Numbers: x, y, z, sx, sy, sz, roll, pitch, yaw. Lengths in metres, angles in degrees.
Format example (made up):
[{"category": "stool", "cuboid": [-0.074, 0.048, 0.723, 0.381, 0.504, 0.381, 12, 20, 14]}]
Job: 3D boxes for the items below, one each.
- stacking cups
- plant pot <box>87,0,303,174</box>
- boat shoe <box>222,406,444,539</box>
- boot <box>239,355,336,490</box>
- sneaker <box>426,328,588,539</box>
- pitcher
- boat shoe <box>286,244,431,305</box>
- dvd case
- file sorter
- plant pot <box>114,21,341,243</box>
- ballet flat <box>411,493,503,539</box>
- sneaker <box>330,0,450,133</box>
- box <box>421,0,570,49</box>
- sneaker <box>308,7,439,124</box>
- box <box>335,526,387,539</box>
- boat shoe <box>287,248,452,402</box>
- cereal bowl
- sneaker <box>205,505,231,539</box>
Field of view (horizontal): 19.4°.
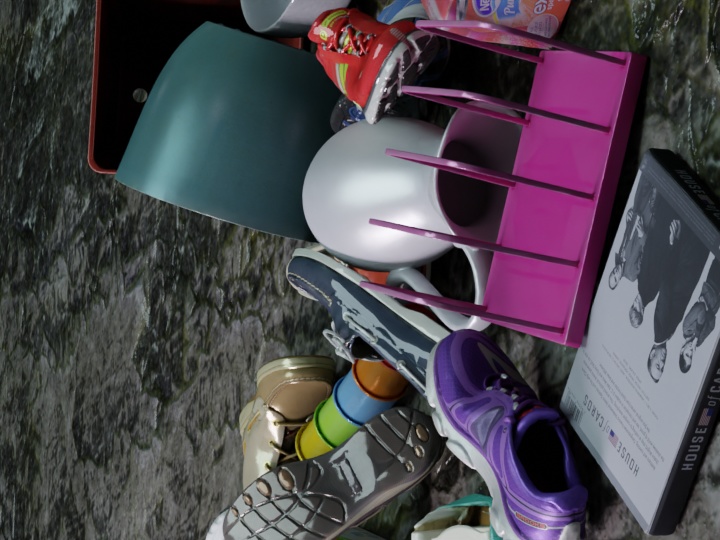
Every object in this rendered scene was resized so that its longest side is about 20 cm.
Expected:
[{"category": "stacking cups", "cuboid": [0.010, 0.095, 1.750, 0.200, 0.060, 0.061, 123, 145, -43]}, {"category": "plant pot", "cuboid": [-0.170, -0.181, 2.080, 0.176, 0.200, 0.200, 163, 110, -78]}, {"category": "boat shoe", "cuboid": [-0.015, 0.177, 1.666, 0.200, 0.073, 0.075, -28, 70, 17]}, {"category": "boot", "cuboid": [-0.065, 0.172, 1.884, 0.200, 0.073, 0.156, 126, 146, -59]}, {"category": "sneaker", "cuboid": [0.112, 0.107, 1.455, 0.083, 0.081, 0.200, 103, 149, -41]}, {"category": "pitcher", "cuboid": [0.041, -0.036, 1.614, 0.200, 0.121, 0.172, -5, 84, 57]}, {"category": "boat shoe", "cuboid": [0.000, 0.000, 1.775, 0.200, 0.063, 0.071, 178, 98, -67]}, {"category": "dvd case", "cuboid": [0.190, 0.044, 1.340, 0.150, 0.025, 0.200, -120, 39, -55]}, {"category": "file sorter", "cuboid": [0.089, -0.065, 1.443, 0.139, 0.125, 0.200, -164, 87, -68]}, {"category": "plant pot", "cuboid": [-0.101, -0.131, 1.891, 0.201, 0.200, 0.161, 29, 102, 66]}, {"category": "ballet flat", "cuboid": [0.077, 0.194, 1.534, 0.200, 0.070, 0.067, 154, 118, -66]}, {"category": "sneaker", "cuboid": [0.034, -0.165, 1.731, 0.200, 0.076, 0.077, -52, 17, 55]}, {"category": "box", "cuboid": [0.087, -0.263, 1.556, 0.200, 0.095, 0.103, -110, 33, -46]}, {"category": "sneaker", "cuboid": [-0.001, -0.160, 1.569, 0.077, 0.085, 0.200, -50, 6, -6]}, {"category": "box", "cuboid": [-0.033, 0.274, 1.754, 0.200, 0.101, 0.113, -171, 85, -68]}, {"category": "boat shoe", "cuboid": [0.011, 0.047, 1.635, 0.200, 0.075, 0.062, 31, 87, 29]}, {"category": "cereal bowl", "cuboid": [-0.036, -0.301, 1.879, 0.200, 0.083, 0.200, -171, 90, -67]}, {"category": "sneaker", "cuboid": [-0.127, 0.322, 2.027, 0.079, 0.074, 0.200, 56, 137, 50]}]
